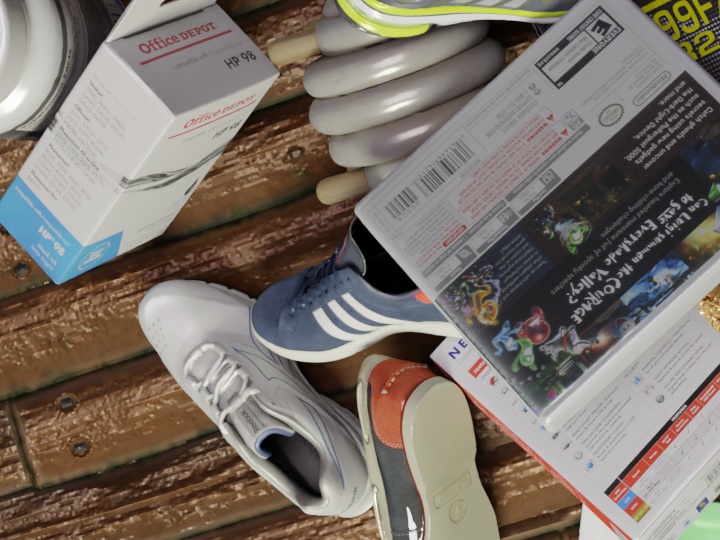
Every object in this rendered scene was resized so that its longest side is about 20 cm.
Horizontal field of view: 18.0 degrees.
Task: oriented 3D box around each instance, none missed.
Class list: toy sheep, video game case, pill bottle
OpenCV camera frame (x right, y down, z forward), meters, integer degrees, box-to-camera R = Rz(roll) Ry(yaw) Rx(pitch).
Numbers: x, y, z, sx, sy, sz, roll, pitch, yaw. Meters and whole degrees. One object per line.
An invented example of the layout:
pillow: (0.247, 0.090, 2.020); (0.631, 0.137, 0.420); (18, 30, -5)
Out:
toy sheep: (0.024, -0.118, 1.382); (0.137, 0.138, 0.201); (-17, 105, 15)
video game case: (0.123, -0.039, 1.266); (0.200, 0.023, 0.182); (-42, 61, 0)
pill bottle: (-0.223, -0.139, 1.410); (0.113, 0.200, 0.115); (0, 92, 15)

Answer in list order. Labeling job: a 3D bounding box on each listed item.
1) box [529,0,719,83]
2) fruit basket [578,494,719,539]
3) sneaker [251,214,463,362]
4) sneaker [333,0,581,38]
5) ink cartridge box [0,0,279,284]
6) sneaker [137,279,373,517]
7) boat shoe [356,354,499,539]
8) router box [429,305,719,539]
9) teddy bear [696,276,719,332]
box: (0.212, -0.145, 1.342); (0.199, 0.044, 0.161); (-25, 72, 1)
fruit basket: (0.230, 0.106, 1.374); (0.183, 0.094, 0.202); (5, 77, 15)
sneaker: (0.000, 0.000, 1.376); (0.199, 0.085, 0.075); (-12, 47, 37)
sneaker: (0.085, -0.183, 1.294); (0.198, 0.081, 0.074); (-14, 73, -16)
ink cartridge box: (-0.130, -0.092, 1.402); (0.067, 0.116, 0.200); (47, 127, 10)
sneaker: (-0.067, 0.078, 1.440); (0.200, 0.087, 0.075); (41, 103, 12)
boat shoe: (0.038, 0.144, 1.404); (0.062, 0.071, 0.201); (21, 132, 43)
router box: (0.172, 0.039, 1.341); (0.200, 0.049, 0.179); (-46, 60, -3)
teddy bear: (0.273, -0.024, 1.272); (0.144, 0.067, 0.200); (32, 73, 24)
